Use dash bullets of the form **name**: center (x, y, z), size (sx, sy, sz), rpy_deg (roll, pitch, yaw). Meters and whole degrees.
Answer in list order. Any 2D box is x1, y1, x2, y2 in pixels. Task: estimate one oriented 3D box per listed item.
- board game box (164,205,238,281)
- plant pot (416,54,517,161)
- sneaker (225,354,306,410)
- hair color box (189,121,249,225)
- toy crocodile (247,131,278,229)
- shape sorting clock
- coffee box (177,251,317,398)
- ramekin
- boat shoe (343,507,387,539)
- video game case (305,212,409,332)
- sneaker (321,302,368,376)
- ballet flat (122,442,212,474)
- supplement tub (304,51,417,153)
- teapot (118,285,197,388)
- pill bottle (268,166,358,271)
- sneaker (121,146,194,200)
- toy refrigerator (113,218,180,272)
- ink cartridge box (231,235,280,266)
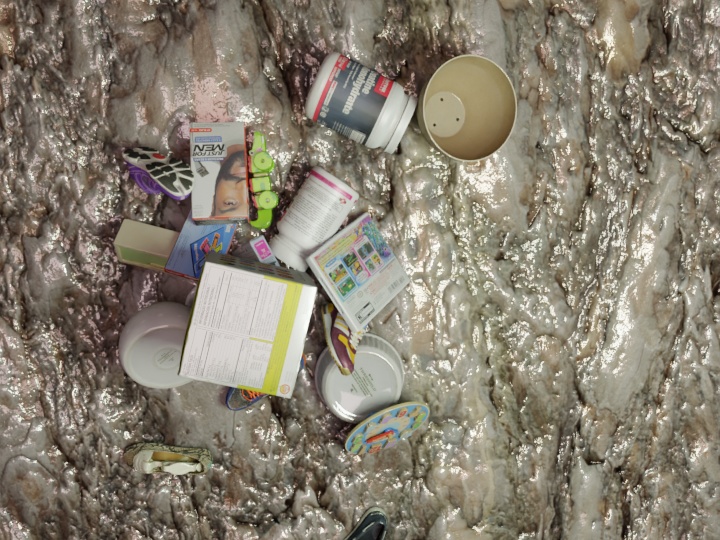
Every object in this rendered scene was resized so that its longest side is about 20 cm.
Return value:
- **board game box**: center (-0.314, -0.070, 1.200), size (0.103, 0.019, 0.201), rpy_deg (16, 60, -3)
- **plant pot**: center (0.196, -0.323, 1.198), size (0.199, 0.134, 0.201), rpy_deg (-3, 100, -16)
- **sneaker**: center (-0.210, 0.238, 1.275), size (0.200, 0.078, 0.075), rpy_deg (-36, 98, 1)
- **hair color box**: center (-0.285, -0.196, 1.192), size (0.110, 0.064, 0.201), rpy_deg (-3, 81, -9)
- **toy crocodile**: center (-0.208, -0.187, 1.226), size (0.061, 0.068, 0.201), rpy_deg (-6, 98, -3)
- **shape sorting clock**: center (0.059, 0.343, 1.267), size (0.199, 0.200, 0.039), rpy_deg (-24, 59, -1)
- **coffee box**: center (-0.205, 0.090, 1.069), size (0.197, 0.200, 0.201), rpy_deg (13, 94, -12)
- **ramekin**: center (0.000, 0.241, 1.283), size (0.201, 0.094, 0.203), rpy_deg (0, 97, -4)
- **boat shoe**: center (0.001, 0.644, 1.350), size (0.075, 0.062, 0.200), rpy_deg (35, 94, -10)
- **video game case**: center (0.000, 0.000, 1.226), size (0.200, 0.024, 0.182), rpy_deg (-41, 102, -39)
- **sneaker**: center (-0.024, 0.128, 1.220), size (0.090, 0.200, 0.075), rpy_deg (-19, 132, 1)
- **ballet flat**: center (-0.427, 0.417, 1.284), size (0.199, 0.075, 0.068), rpy_deg (5, 98, -5)
- **supplement tub**: center (0.000, -0.335, 1.186), size (0.199, 0.140, 0.141), rpy_deg (24, 95, -7)
- **teapot**: center (-0.401, 0.133, 1.219), size (0.199, 0.146, 0.198), rpy_deg (-5, 125, -18)
- **pill bottle**: center (-0.102, -0.105, 1.222), size (0.113, 0.113, 0.200), rpy_deg (33, 94, -7)
- **sneaker**: center (-0.399, -0.184, 1.177), size (0.081, 0.200, 0.084), rpy_deg (-27, 135, -37)
- **toy refrigerator**: center (-0.396, -0.035, 1.216), size (0.199, 0.076, 0.070), rpy_deg (14, 59, -7)
- **ink cartridge box**: center (-0.190, 0.030, 1.231), size (0.042, 0.119, 0.201), rpy_deg (-31, 98, -30)
